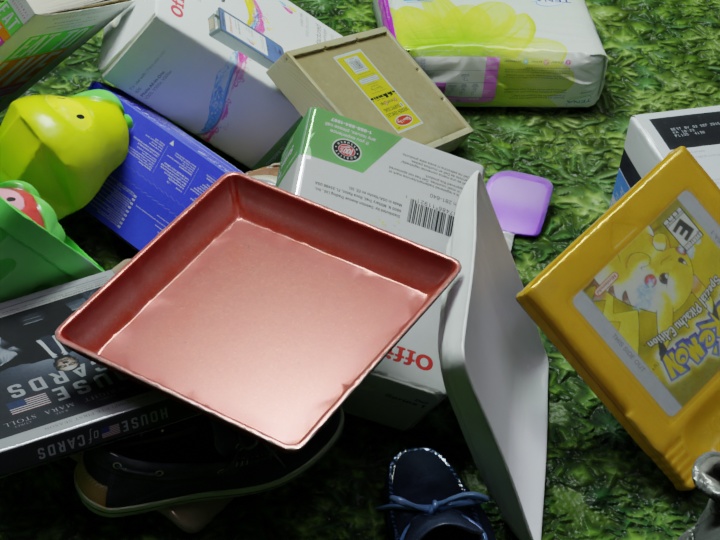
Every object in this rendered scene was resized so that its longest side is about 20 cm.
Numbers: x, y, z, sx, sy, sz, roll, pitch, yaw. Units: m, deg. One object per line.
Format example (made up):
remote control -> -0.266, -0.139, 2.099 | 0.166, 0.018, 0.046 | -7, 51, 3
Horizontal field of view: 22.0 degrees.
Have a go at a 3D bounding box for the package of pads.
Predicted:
package of pads -> 0.120, -0.217, 1.725 | 0.200, 0.068, 0.155 | -1, 41, -9

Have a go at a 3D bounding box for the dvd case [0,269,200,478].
dvd case -> -0.208, 0.067, 1.279 | 0.150, 0.025, 0.200 | -17, 29, -20

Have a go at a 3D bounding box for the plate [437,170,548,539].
plate -> 0.093, 0.065, 1.309 | 0.032, 0.200, 0.200 | -10, 39, 16

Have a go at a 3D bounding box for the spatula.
spatula -> 0.117, -0.014, 1.525 | 0.056, 0.021, 0.200 | 14, 41, 5

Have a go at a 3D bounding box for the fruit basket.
fruit basket -> -0.269, -0.074, 1.412 | 0.215, 0.156, 0.216 | -9, 65, 21

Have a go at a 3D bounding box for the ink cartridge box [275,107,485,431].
ink cartridge box -> 0.000, 0.000, 1.371 | 0.145, 0.084, 0.200 | 18, 60, -13

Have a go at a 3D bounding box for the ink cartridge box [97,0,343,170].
ink cartridge box -> -0.112, -0.179, 1.561 | 0.200, 0.088, 0.145 | 29, 34, -24

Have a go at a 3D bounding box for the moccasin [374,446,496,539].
moccasin -> 0.064, 0.186, 1.238 | 0.080, 0.068, 0.200 | -20, 44, -6

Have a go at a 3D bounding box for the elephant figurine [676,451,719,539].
elephant figurine -> 0.262, 0.189, 1.254 | 0.141, 0.155, 0.200 | -36, 28, 15

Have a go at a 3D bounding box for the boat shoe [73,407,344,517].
boat shoe -> -0.099, 0.114, 1.271 | 0.200, 0.062, 0.075 | -12, 47, -25

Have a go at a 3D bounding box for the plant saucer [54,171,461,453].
plant saucer -> -0.065, 0.031, 1.234 | 0.200, 0.037, 0.200 | 22, 49, 27

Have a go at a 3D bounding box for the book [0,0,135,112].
book -> -0.293, -0.172, 1.494 | 0.048, 0.200, 0.134 | 56, 31, 1

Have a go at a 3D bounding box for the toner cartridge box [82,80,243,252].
toner cartridge box -> -0.158, -0.063, 1.479 | 0.200, 0.095, 0.043 | 36, 12, 28

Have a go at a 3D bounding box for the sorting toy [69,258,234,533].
sorting toy -> -0.148, 0.090, 1.357 | 0.200, 0.037, 0.185 | 31, 46, 18

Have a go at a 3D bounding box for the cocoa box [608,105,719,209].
cocoa box -> 0.321, -0.048, 1.512 | 0.200, 0.131, 0.133 | -8, 44, -17

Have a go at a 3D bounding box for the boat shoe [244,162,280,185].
boat shoe -> -0.007, -0.045, 1.503 | 0.200, 0.076, 0.072 | 18, 30, 0

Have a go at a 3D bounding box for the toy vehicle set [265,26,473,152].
toy vehicle set -> 0.012, -0.141, 1.557 | 0.124, 0.027, 0.200 | 50, 27, 7

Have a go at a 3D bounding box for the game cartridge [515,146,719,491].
game cartridge -> 0.240, 0.037, 1.365 | 0.176, 0.032, 0.200 | -42, 92, -17
